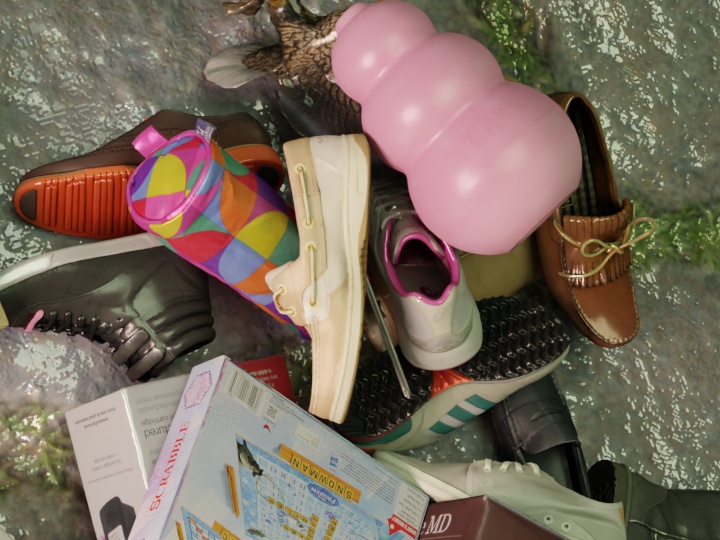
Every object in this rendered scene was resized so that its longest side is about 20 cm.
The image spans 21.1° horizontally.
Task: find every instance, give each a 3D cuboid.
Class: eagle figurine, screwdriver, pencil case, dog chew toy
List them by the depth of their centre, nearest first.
[{"bbox_3d":[0.059,-0.107,1.346,0.125,0.125,0.200,-41,85,-25],"label":"dog chew toy"},{"bbox_3d":[0.000,0.000,1.387,0.028,0.029,0.200,-19,79,-7],"label":"screwdriver"},{"bbox_3d":[-0.079,-0.027,1.387,0.200,0.088,0.088,40,63,-40],"label":"pencil case"},{"bbox_3d":[-0.003,-0.156,1.453,0.200,0.151,0.152,42,75,-16],"label":"eagle figurine"}]

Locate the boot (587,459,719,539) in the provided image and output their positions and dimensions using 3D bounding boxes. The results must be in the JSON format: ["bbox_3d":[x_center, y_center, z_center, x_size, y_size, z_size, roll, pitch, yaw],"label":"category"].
[{"bbox_3d":[0.264,0.247,1.524,0.200,0.073,0.182,21,73,-25],"label":"boot"}]

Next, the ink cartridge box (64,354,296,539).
[{"bbox_3d":[-0.103,0.174,1.352,0.146,0.083,0.200,-11,82,-41],"label":"ink cartridge box"}]

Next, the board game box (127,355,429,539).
[{"bbox_3d":[-0.059,0.193,1.296,0.200,0.041,0.200,37,53,-26],"label":"board game box"}]

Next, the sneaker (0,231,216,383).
[{"bbox_3d":[-0.188,0.036,1.371,0.200,0.071,0.099,-14,79,-29],"label":"sneaker"}]

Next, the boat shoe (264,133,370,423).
[{"bbox_3d":[-0.031,0.005,1.335,0.069,0.074,0.200,3,85,-2],"label":"boat shoe"}]

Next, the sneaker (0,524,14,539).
[{"bbox_3d":[-0.247,0.195,1.310,0.200,0.073,0.085,28,52,-24],"label":"sneaker"}]

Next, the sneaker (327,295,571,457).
[{"bbox_3d":[0.061,0.086,1.453,0.200,0.093,0.070,-23,68,-18],"label":"sneaker"}]

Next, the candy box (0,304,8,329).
[{"bbox_3d":[-0.332,-0.031,1.305,0.115,0.055,0.200,-24,88,12],"label":"candy box"}]

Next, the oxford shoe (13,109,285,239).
[{"bbox_3d":[-0.160,-0.075,1.423,0.200,0.071,0.073,-8,53,-21],"label":"oxford shoe"}]

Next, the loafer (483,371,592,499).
[{"bbox_3d":[0.141,0.130,1.488,0.068,0.070,0.201,-7,81,-31],"label":"loafer"}]

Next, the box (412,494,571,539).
[{"bbox_3d":[0.081,0.287,1.371,0.164,0.166,0.200,29,69,-17],"label":"box"}]

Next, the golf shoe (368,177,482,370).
[{"bbox_3d":[0.039,-0.028,1.410,0.075,0.092,0.200,-19,58,-3],"label":"golf shoe"}]

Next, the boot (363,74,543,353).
[{"bbox_3d":[0.073,-0.041,1.504,0.200,0.066,0.175,-27,89,-25],"label":"boot"}]

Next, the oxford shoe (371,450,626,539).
[{"bbox_3d":[0.104,0.164,1.416,0.200,0.075,0.058,19,80,-1],"label":"oxford shoe"}]

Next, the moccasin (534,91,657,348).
[{"bbox_3d":[0.177,-0.039,1.481,0.074,0.078,0.201,-12,94,-27],"label":"moccasin"}]
